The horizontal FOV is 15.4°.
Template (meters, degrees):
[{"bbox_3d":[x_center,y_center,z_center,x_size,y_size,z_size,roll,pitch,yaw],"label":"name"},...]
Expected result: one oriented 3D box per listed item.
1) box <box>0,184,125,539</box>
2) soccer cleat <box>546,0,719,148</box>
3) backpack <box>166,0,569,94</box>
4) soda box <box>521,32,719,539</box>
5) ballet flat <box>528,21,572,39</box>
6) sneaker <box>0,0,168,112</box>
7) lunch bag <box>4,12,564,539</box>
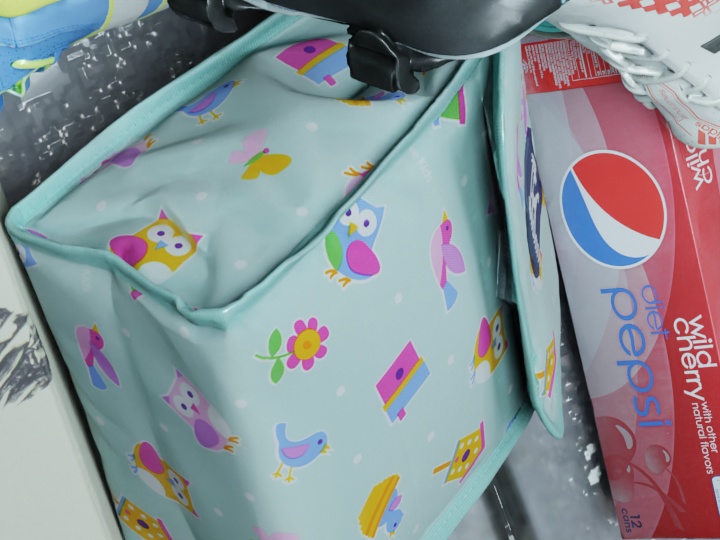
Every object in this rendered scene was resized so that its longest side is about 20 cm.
[{"bbox_3d":[-0.138,0.042,0.891,0.082,0.068,0.200,-19,120,-3],"label":"box"},{"bbox_3d":[0.108,-0.082,0.897,0.200,0.069,0.085,-6,109,-47],"label":"soccer cleat"},{"bbox_3d":[0.033,-0.165,0.796,0.200,0.177,0.151,-33,129,-38],"label":"backpack"},{"bbox_3d":[0.119,-0.003,0.999,0.070,0.063,0.200,-26,107,-49],"label":"soda box"},{"bbox_3d":[0.001,-0.137,0.958,0.200,0.064,0.067,19,129,2],"label":"ballet flat"},{"bbox_3d":[-0.152,-0.065,0.918,0.200,0.076,0.105,-8,110,-10],"label":"sneaker"},{"bbox_3d":[0.000,0.000,0.908,0.200,0.122,0.171,-43,138,-30],"label":"lunch bag"}]
